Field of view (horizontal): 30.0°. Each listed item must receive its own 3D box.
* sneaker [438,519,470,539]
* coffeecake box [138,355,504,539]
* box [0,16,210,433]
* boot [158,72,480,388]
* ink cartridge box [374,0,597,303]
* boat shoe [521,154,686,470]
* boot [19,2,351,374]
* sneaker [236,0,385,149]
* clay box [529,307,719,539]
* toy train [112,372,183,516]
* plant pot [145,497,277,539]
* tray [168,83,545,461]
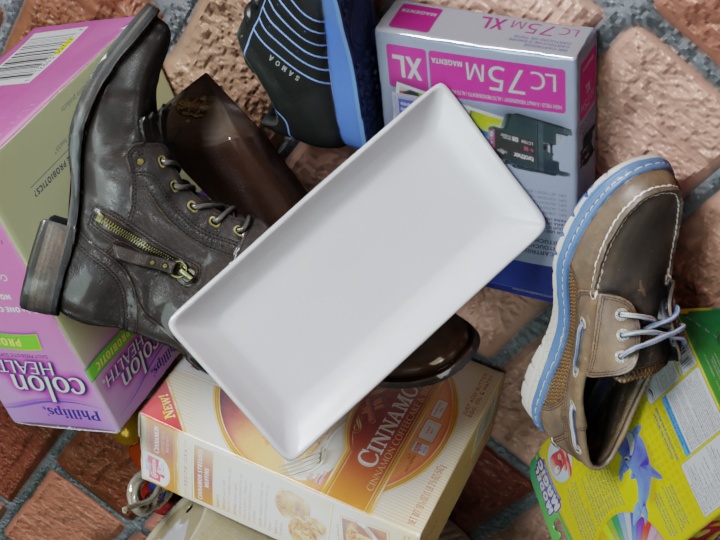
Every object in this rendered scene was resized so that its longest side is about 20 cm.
[{"bbox_3d":[-0.003,0.192,1.033,0.200,0.074,0.082,45,132,-11],"label":"sneaker"},{"bbox_3d":[-0.025,0.104,0.907,0.199,0.154,0.073,21,135,14],"label":"coffeecake box"},{"bbox_3d":[-0.184,-0.030,0.868,0.096,0.176,0.201,0,129,32],"label":"box"},{"bbox_3d":[-0.033,-0.026,0.815,0.186,0.064,0.200,16,146,49],"label":"boot"},{"bbox_3d":[0.076,-0.054,0.786,0.119,0.042,0.201,13,135,23],"label":"ink cartridge box"},{"bbox_3d":[0.151,0.029,0.764,0.072,0.072,0.201,54,148,42],"label":"boat shoe"},{"bbox_3d":[-0.085,-0.030,0.757,0.173,0.069,0.201,19,102,-8],"label":"boot"},{"bbox_3d":[-0.034,-0.151,0.743,0.077,0.070,0.201,9,132,19],"label":"sneaker"},{"bbox_3d":[0.179,0.124,0.829,0.047,0.116,0.200,-2,147,-26],"label":"clay box"},{"bbox_3d":[-0.164,0.117,0.990,0.115,0.200,0.085,32,104,15],"label":"toy train"},{"bbox_3d":[-0.061,0.249,0.938,0.200,0.188,0.187,41,138,-16],"label":"plant pot"},{"bbox_3d":[0.000,0.000,0.741,0.108,0.200,0.022,50,173,-16],"label":"tray"}]
